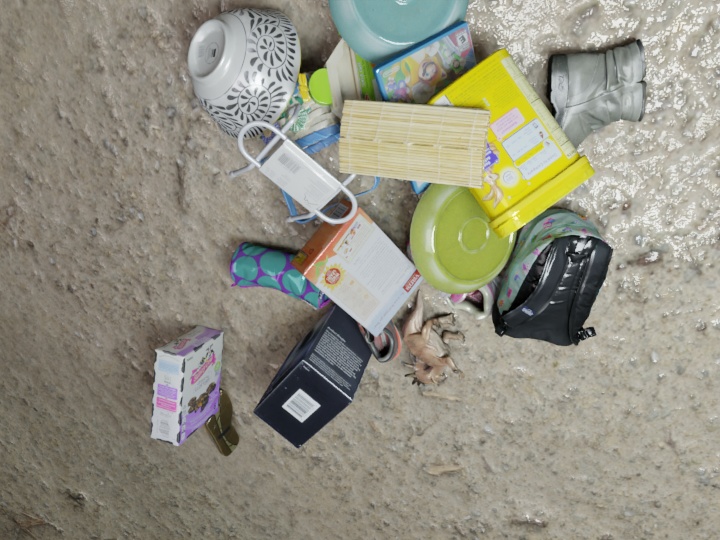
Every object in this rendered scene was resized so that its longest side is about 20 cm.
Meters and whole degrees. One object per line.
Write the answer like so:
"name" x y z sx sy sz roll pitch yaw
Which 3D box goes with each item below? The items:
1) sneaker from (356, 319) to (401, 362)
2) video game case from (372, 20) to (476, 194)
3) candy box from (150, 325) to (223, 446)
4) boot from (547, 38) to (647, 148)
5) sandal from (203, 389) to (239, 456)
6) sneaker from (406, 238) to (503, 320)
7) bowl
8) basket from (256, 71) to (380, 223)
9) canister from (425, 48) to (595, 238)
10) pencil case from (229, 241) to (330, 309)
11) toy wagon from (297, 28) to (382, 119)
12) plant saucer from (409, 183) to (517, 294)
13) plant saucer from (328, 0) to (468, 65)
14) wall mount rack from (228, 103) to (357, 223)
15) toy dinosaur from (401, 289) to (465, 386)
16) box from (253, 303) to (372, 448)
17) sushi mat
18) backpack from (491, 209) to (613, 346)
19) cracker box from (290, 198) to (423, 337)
"sneaker" 0.022 0.076 0.990 0.076 0.082 0.202 -25 91 12
"video game case" 0.112 -0.225 0.772 0.142 0.018 0.201 -29 127 -5
"candy box" -0.373 0.244 1.173 0.070 0.168 0.203 11 104 13
"boot" 0.328 -0.207 0.751 0.128 0.068 0.203 -1 120 13
"sandal" -0.355 0.380 1.342 0.054 0.080 0.202 19 131 34
"sneaker" 0.162 0.009 0.920 0.199 0.088 0.082 33 125 -1
"bowl" -0.191 -0.308 0.798 0.198 0.094 0.204 -5 81 34
"basket" -0.078 -0.192 0.858 0.175 0.139 0.202 -22 101 30
"canister" 0.190 -0.168 0.716 0.148 0.087 0.201 -34 88 3
"pencil case" -0.147 0.010 1.034 0.197 0.085 0.094 15 95 12
"toy wagon" 0.005 -0.274 0.775 0.197 0.040 0.158 -12 99 -12
"plant saucer" 0.170 -0.057 0.836 0.197 0.031 0.203 -6 105 -22
"plant saucer" 0.055 -0.375 0.715 0.197 0.036 0.203 -2 108 -6
"wall mount rack" -0.102 -0.137 0.784 0.199 0.075 0.173 38 123 -25
"toy dinosaur" 0.121 0.145 1.022 0.134 0.086 0.202 -20 105 36
"box" -0.082 0.198 1.052 0.123 0.199 0.200 40 124 -5
"sushi mat" 0.065 -0.166 0.697 0.197 0.012 0.097 10 102 19
"backpack" 0.299 0.009 0.844 0.164 0.127 0.202 5 123 -10
"cracker box" 0.000 0.000 0.880 0.134 0.058 0.200 -50 127 -4
